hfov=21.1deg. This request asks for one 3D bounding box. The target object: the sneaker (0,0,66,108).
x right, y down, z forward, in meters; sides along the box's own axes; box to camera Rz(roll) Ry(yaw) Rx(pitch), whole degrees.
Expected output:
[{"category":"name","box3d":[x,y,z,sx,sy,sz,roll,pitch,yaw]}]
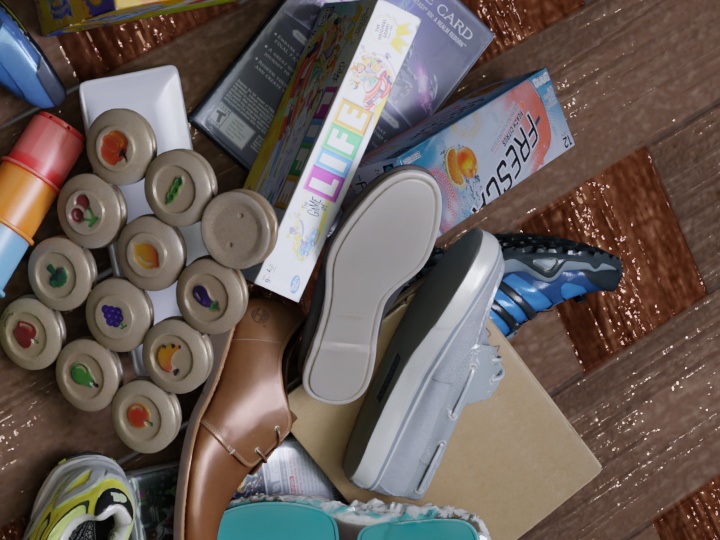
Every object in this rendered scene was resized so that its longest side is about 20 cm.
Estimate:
[{"category":"sneaker","box3d":[-0.279,-0.170,1.264,0.078,0.066,0.200,-44,107,-2]}]

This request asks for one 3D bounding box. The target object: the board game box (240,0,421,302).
[{"category":"board game box","box3d":[-0.033,-0.084,1.304,0.034,0.134,0.201,24,88,-18]}]

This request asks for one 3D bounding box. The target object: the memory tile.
[{"category":"memory tile","box3d":[-0.148,0.009,1.262,0.153,0.017,0.201,35,112,15]}]

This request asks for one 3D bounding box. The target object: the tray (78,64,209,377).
[{"category":"tray","box3d":[-0.146,-0.035,1.323,0.107,0.022,0.201,-21,103,-57]}]

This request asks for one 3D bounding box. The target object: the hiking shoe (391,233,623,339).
[{"category":"hiking shoe","box3d":[0.097,0.022,1.425,0.199,0.074,0.087,-4,102,-12]}]

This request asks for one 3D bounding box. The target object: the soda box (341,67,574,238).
[{"category":"soda box","box3d":[0.068,-0.078,1.358,0.200,0.068,0.064,-34,106,-46]}]

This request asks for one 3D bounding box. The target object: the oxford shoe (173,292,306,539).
[{"category":"oxford shoe","box3d":[-0.083,0.115,1.317,0.071,0.071,0.201,14,82,2]}]

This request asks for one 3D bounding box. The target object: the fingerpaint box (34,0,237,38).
[{"category":"fingerpaint box","box3d":[-0.114,-0.208,1.251,0.166,0.200,0.074,-14,97,-20]}]

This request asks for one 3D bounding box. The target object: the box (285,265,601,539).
[{"category":"box","box3d":[0.056,0.119,1.388,0.163,0.021,0.200,-38,108,0]}]

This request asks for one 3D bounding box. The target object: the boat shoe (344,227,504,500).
[{"category":"boat shoe","box3d":[0.059,0.068,1.332,0.071,0.070,0.202,22,105,-16]}]

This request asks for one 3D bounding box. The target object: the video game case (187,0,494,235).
[{"category":"video game case","box3d":[-0.011,-0.140,1.394,0.143,0.019,0.200,41,77,-19]}]

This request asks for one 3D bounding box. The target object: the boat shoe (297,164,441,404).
[{"category":"boat shoe","box3d":[0.000,0.000,1.276,0.066,0.057,0.201,10,128,-15]}]

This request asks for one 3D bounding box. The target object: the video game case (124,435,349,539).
[{"category":"video game case","box3d":[-0.072,0.225,1.386,0.181,0.023,0.201,-10,97,-22]}]

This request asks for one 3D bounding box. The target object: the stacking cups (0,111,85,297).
[{"category":"stacking cups","box3d":[-0.253,-0.015,1.284,0.060,0.060,0.201,31,78,-20]}]

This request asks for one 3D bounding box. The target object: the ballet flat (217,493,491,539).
[{"category":"ballet flat","box3d":[-0.005,0.194,1.356,0.199,0.072,0.072,4,91,7]}]

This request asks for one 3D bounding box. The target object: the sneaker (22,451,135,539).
[{"category":"sneaker","box3d":[-0.211,0.221,1.294,0.075,0.076,0.201,20,94,-23]}]
